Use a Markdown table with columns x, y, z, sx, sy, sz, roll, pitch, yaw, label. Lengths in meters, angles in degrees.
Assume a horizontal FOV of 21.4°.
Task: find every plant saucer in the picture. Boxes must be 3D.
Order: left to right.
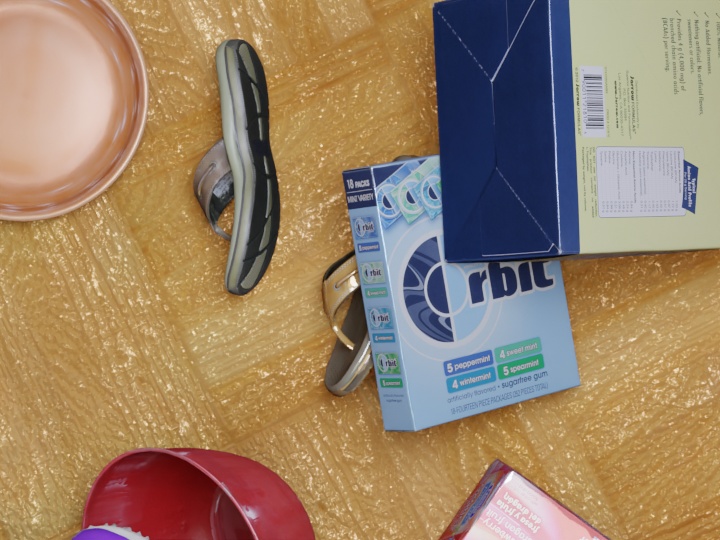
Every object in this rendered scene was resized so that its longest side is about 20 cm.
| x | y | z | sx | sy | sz | roll | pitch | yaw | label |
| --- | --- | --- | --- | --- | --- | --- | --- | --- | --- |
| -0.265 | -0.138 | 1.502 | 0.199 | 0.037 | 0.201 | 0 | 89 | -3 | plant saucer |

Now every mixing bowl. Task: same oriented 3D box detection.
| x | y | z | sx | sy | sz | roll | pitch | yaw | label |
| --- | --- | --- | --- | --- | --- | --- | --- | --- | --- |
| -0.107 | 0.216 | 1.450 | 0.199 | 0.108 | 0.201 | 12 | 110 | 36 | mixing bowl |

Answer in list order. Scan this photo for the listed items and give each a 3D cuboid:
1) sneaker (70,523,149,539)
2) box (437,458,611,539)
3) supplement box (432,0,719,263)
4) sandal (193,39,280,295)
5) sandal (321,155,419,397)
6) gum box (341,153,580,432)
| x | y | z | sx | sy | sz | roll | pitch | yaw | label |
| --- | --- | --- | --- | --- | --- | --- | --- | --- | --- |
| -0.165 | 0.266 | 1.373 | 0.200 | 0.099 | 0.070 | 44 | 126 | 25 | sneaker |
| 0.164 | 0.246 | 1.487 | 0.200 | 0.103 | 0.095 | 36 | 88 | -3 | box |
| 0.176 | -0.109 | 1.434 | 0.199 | 0.134 | 0.201 | -2 | 90 | -36 | supplement box |
| -0.102 | -0.080 | 1.498 | 0.057 | 0.080 | 0.202 | -6 | 83 | 14 | sandal |
| 0.000 | 0.000 | 1.492 | 0.054 | 0.080 | 0.201 | 18 | 82 | -16 | sandal |
| 0.080 | 0.008 | 1.469 | 0.169 | 0.044 | 0.201 | -11 | 93 | -34 | gum box |
